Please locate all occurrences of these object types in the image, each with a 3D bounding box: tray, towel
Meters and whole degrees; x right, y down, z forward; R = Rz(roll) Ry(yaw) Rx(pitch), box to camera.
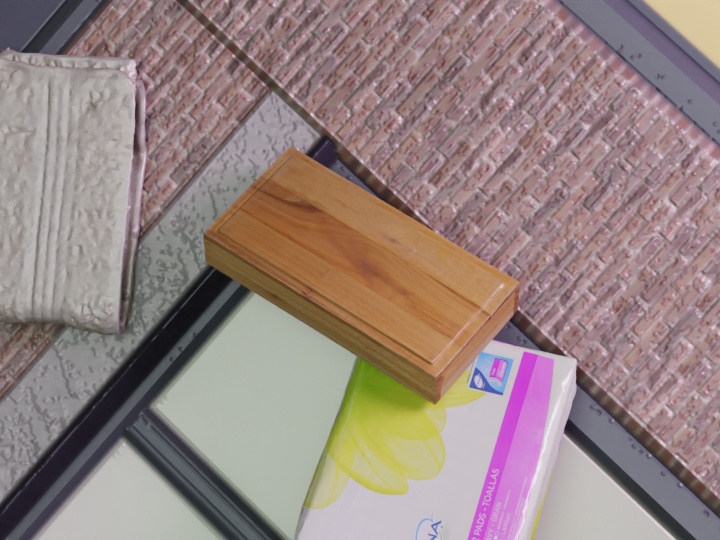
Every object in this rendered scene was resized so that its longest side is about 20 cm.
[{"bbox_3d":[0.000,0.000,1.592,0.199,0.037,0.099,31,59,23],"label":"tray"},{"bbox_3d":[-0.224,-0.059,1.685,0.131,0.034,0.202,5,90,13],"label":"towel"}]

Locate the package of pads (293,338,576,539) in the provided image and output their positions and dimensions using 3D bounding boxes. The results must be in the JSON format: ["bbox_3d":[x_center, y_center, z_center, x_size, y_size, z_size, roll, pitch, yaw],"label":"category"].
[{"bbox_3d":[0.048,0.137,1.568,0.153,0.068,0.201,13,65,11],"label":"package of pads"}]
